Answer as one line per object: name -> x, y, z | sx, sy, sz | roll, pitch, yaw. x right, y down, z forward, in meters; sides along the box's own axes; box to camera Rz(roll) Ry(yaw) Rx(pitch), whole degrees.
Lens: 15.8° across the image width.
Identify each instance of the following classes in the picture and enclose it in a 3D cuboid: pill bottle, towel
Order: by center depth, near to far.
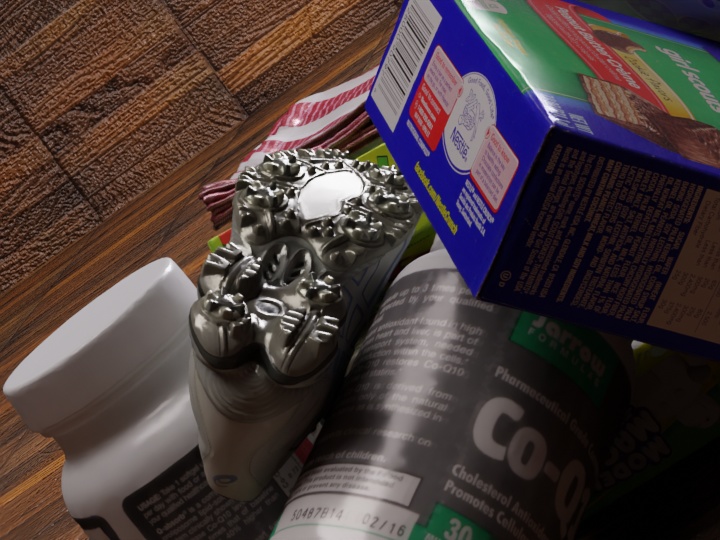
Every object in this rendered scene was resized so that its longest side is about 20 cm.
pill bottle -> 0.046, 0.063, 1.061 | 0.113, 0.113, 0.201 | -24, 35, 53
pill bottle -> -0.060, 0.101, 1.147 | 0.116, 0.200, 0.116 | -35, 11, 8
towel -> 0.002, -0.090, 1.385 | 0.144, 0.023, 0.200 | -28, 10, 22

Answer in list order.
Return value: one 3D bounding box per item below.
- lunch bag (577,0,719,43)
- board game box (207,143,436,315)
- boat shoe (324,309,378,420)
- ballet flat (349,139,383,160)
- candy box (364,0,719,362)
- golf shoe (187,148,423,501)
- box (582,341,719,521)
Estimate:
lunch bag -> 0.116, -0.145, 1.149 | 0.199, 0.170, 0.128 | 18, 78, 28
board game box -> 0.000, 0.000, 1.283 | 0.101, 0.048, 0.200 | -28, -14, 4
boat shoe -> 0.054, 0.027, 1.214 | 0.199, 0.066, 0.075 | -37, 8, 21
ballet flat -> 0.026, -0.057, 1.390 | 0.199, 0.067, 0.064 | -16, -46, -35
candy box -> 0.120, -0.035, 0.997 | 0.077, 0.199, 0.169 | -66, 25, 21
golf shoe -> -0.030, 0.018, 1.090 | 0.200, 0.078, 0.098 | -56, -19, -57
box -> 0.143, 0.040, 1.159 | 0.200, 0.048, 0.117 | -36, 9, 21
